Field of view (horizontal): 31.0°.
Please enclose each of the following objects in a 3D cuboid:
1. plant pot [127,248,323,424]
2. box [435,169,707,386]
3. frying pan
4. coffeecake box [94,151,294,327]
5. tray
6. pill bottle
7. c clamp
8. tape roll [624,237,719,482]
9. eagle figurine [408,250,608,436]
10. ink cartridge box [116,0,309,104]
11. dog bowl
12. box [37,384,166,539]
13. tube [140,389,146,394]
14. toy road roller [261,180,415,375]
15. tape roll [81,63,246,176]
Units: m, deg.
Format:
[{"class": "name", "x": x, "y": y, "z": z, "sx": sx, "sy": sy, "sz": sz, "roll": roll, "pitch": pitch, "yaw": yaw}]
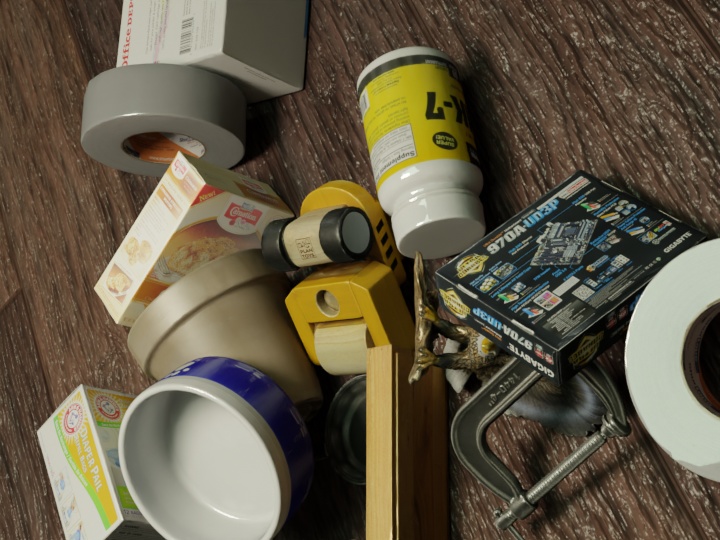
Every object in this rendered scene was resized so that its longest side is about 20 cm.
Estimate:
[{"class": "plant pot", "x": -0.133, "y": 0.104, "z": 1.445, "sx": 0.200, "sy": 0.199, "sz": 0.174, "roll": -44, "pitch": 69, "yaw": 24}, {"class": "box", "x": 0.192, "y": 0.000, "z": 1.179, "sx": 0.199, "sy": 0.046, "sz": 0.158, "roll": -34, "pitch": 44, "yaw": -24}, {"class": "frying pan", "x": -0.014, "y": 0.198, "z": 1.401, "sx": 0.191, "sy": 0.031, "sz": 0.115, "roll": -52, "pitch": 50, "yaw": 22}, {"class": "coffeecake box", "x": -0.197, "y": -0.023, "z": 1.545, "sx": 0.201, "sy": 0.153, "sz": 0.073, "roll": -56, "pitch": 50, "yaw": 15}, {"class": "tray", "x": 0.049, "y": 0.184, "z": 1.302, "sx": 0.037, "sy": 0.098, "sz": 0.203, "roll": -11, "pitch": 70, "yaw": 37}, {"class": "pill bottle", "x": 0.066, "y": -0.122, "z": 1.364, "sx": 0.114, "sy": 0.114, "sz": 0.202, "roll": -28, "pitch": 61, "yaw": 33}, {"class": "c clamp", "x": 0.173, "y": 0.162, "z": 1.189, "sx": 0.171, "sy": 0.027, "sz": 0.201, "roll": 41, "pitch": 118, "yaw": 9}, {"class": "tape roll", "x": 0.323, "y": 0.073, "z": 1.074, "sx": 0.198, "sy": 0.066, "sz": 0.203, "roll": -1, "pitch": 88, "yaw": 28}, {"class": "eagle figurine", "x": 0.147, "y": 0.072, "z": 1.250, "sx": 0.197, "sy": 0.151, "sz": 0.154, "roll": 1, "pitch": 121, "yaw": 9}, {"class": "ink cartridge box", "x": -0.185, "y": -0.295, "z": 1.617, "sx": 0.198, "sy": 0.145, "sz": 0.149, "roll": -7, "pitch": 74, "yaw": 40}, {"class": "dog bowl", "x": -0.150, "y": 0.195, "z": 1.348, "sx": 0.198, "sy": 0.079, "sz": 0.203, "roll": 10, "pitch": 114, "yaw": 24}, {"class": "box", "x": -0.305, "y": 0.254, "z": 1.592, "sx": 0.101, "sy": 0.112, "sz": 0.201, "roll": -43, "pitch": 52, "yaw": 24}, {"class": "tube", "x": -0.236, "y": 0.180, "z": 1.525, "sx": 0.200, "sy": 0.051, "sz": 0.059, "roll": -165, "pitch": 54, "yaw": -77}, {"class": "toy road roller", "x": 0.000, "y": 0.000, "z": 1.406, "sx": 0.122, "sy": 0.146, "sz": 0.202, "roll": -8, "pitch": 109, "yaw": 42}, {"class": "tape roll", "x": -0.239, "y": -0.180, "z": 1.586, "sx": 0.199, "sy": 0.199, "sz": 0.067, "roll": -13, "pitch": 68, "yaw": 38}]
